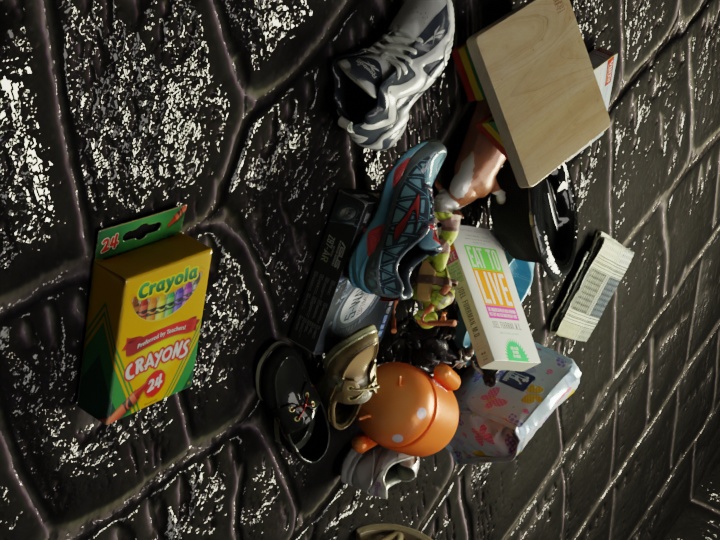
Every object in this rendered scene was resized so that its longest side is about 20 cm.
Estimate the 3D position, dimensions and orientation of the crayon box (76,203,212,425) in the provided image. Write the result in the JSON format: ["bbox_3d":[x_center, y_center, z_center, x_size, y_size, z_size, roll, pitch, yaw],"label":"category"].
[{"bbox_3d":[-0.217,0.044,1.405,0.126,0.050,0.202,-24,133,-49],"label":"crayon box"}]

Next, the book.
[{"bbox_3d":[0.171,0.039,1.910,0.048,0.202,0.133,-28,161,28],"label":"book"}]

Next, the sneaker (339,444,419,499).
[{"bbox_3d":[0.060,0.252,1.989,0.200,0.099,0.075,-45,146,-32],"label":"sneaker"}]

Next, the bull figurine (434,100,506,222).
[{"bbox_3d":[0.164,-0.149,1.855,0.121,0.065,0.202,6,109,-61],"label":"bull figurine"}]

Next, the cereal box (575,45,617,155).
[{"bbox_3d":[0.304,-0.228,2.044,0.199,0.039,0.145,-36,142,-40],"label":"cereal box"}]

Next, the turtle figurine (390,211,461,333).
[{"bbox_3d":[0.096,0.007,1.789,0.064,0.200,0.163,7,90,-18],"label":"turtle figurine"}]

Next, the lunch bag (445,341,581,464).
[{"bbox_3d":[0.220,0.195,2.096,0.170,0.199,0.128,-43,107,-29],"label":"lunch bag"}]

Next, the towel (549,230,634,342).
[{"bbox_3d":[0.404,0.031,2.449,0.194,0.034,0.200,-62,154,5],"label":"towel"}]

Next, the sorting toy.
[{"bbox_3d":[0.213,-0.234,1.781,0.199,0.069,0.201,-36,111,-39],"label":"sorting toy"}]

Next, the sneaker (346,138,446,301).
[{"bbox_3d":[0.067,-0.055,1.648,0.079,0.095,0.202,13,102,-61],"label":"sneaker"}]

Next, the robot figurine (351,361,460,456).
[{"bbox_3d":[0.061,0.189,1.874,0.200,0.142,0.118,33,57,-63],"label":"robot figurine"}]

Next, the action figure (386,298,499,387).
[{"bbox_3d":[0.122,0.098,1.962,0.198,0.103,0.119,17,124,-28],"label":"action figure"}]

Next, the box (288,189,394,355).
[{"bbox_3d":[0.000,0.000,1.732,0.160,0.043,0.202,-2,116,-58],"label":"box"}]

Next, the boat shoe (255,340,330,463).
[{"bbox_3d":[-0.080,0.163,1.724,0.074,0.063,0.203,-41,144,-25],"label":"boat shoe"}]

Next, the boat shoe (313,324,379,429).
[{"bbox_3d":[-0.008,0.135,1.737,0.073,0.067,0.201,-25,160,-25],"label":"boat shoe"}]

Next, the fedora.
[{"bbox_3d":[0.240,-0.083,1.961,0.200,0.091,0.203,10,78,-63],"label":"fedora"}]

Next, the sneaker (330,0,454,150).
[{"bbox_3d":[0.030,-0.233,1.545,0.200,0.079,0.129,-58,161,12],"label":"sneaker"}]

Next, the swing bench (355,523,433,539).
[{"bbox_3d":[0.010,0.510,2.103,0.200,0.129,0.201,-37,143,-47],"label":"swing bench"}]

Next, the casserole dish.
[{"bbox_3d":[0.196,0.052,2.107,0.201,0.039,0.121,-56,151,-14],"label":"casserole dish"}]
